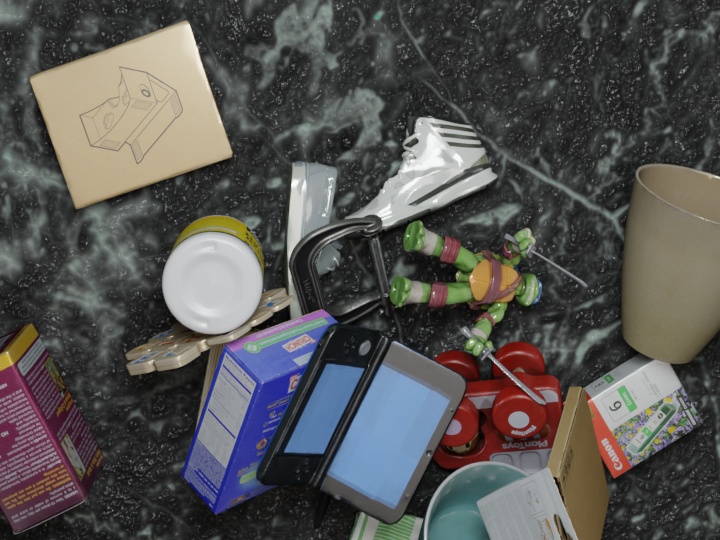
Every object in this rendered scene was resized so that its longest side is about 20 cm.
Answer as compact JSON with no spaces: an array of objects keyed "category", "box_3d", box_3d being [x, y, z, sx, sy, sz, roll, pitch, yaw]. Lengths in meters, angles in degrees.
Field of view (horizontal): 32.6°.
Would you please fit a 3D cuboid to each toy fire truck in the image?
[{"category":"toy fire truck","box_3d":[0.160,0.193,1.518,0.197,0.113,0.170,-8,121,11]}]

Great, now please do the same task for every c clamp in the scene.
[{"category":"c clamp","box_3d":[0.000,0.000,1.457,0.169,0.027,0.201,-26,140,-3]}]

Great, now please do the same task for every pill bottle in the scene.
[{"category":"pill bottle","box_3d":[-0.165,-0.003,1.409,0.110,0.200,0.113,-1,101,-4]}]

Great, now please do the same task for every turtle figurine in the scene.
[{"category":"turtle figurine","box_3d":[0.144,0.020,1.421,0.191,0.201,0.145,13,130,-18]}]

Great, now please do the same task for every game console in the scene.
[{"category":"game console","box_3d":[0.003,0.178,1.393,0.118,0.170,0.202,30,98,30]}]

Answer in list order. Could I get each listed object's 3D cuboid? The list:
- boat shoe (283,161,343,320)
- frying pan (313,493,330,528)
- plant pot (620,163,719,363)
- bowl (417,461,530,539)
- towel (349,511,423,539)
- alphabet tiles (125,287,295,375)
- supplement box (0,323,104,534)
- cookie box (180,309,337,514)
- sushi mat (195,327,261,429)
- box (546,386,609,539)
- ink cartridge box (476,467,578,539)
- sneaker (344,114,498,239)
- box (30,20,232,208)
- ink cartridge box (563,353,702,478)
[{"category":"boat shoe","box_3d":[-0.055,-0.029,1.478,0.070,0.070,0.204,1,102,-8]},{"category":"frying pan","box_3d":[-0.025,0.231,1.540,0.031,0.191,0.115,31,53,16]},{"category":"plant pot","box_3d":[0.387,0.002,1.476,0.185,0.188,0.202,12,114,-6]},{"category":"bowl","box_3d":[0.147,0.344,1.504,0.198,0.105,0.204,9,66,-20]},{"category":"towel","box_3d":[0.072,0.396,1.592,0.197,0.023,0.155,17,98,-7]},{"category":"alphabet tiles","box_3d":[-0.173,0.069,1.416,0.194,0.199,0.015,-12,105,40]},{"category":"supplement box","box_3d":[-0.401,0.185,1.464,0.102,0.131,0.202,-25,101,2]},{"category":"cookie box","box_3d":[-0.104,0.162,1.430,0.075,0.170,0.202,38,124,27]},{"category":"sushi mat","box_3d":[-0.153,0.169,1.538,0.094,0.012,0.203,11,100,-5]},{"category":"box","box_3d":[0.258,0.257,1.452,0.021,0.200,0.165,-8,111,22]},{"category":"ink cartridge box","box_3d":[0.211,0.307,1.370,0.050,0.200,0.164,-14,75,-25]},{"category":"sneaker","box_3d":[0.055,-0.118,1.479,0.198,0.076,0.117,-24,90,-3]},{"category":"box","box_3d":[-0.269,-0.183,1.450,0.197,0.021,0.166,-18,101,0]},{"category":"ink cartridge box","box_3d":[0.319,0.196,1.558,0.199,0.050,0.110,-32,102,2]}]
